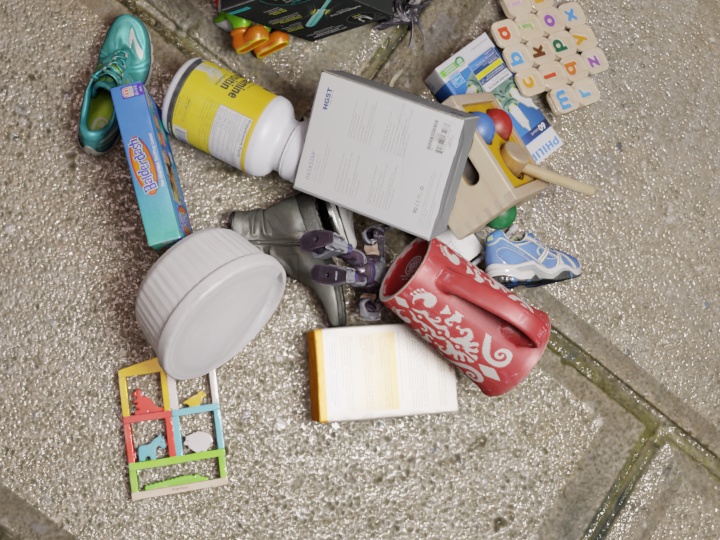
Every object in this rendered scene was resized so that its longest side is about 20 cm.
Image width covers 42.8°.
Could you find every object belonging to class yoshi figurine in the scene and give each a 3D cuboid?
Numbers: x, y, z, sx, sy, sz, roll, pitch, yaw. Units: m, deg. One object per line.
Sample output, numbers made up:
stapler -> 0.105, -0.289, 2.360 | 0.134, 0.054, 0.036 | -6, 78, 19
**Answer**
yoshi figurine -> -0.155, -0.410, 1.282 | 0.111, 0.112, 0.203 | -19, 86, -20

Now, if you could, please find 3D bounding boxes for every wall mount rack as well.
wall mount rack -> 0.137, -0.065, 1.319 | 0.173, 0.075, 0.201 | -36, 92, -10

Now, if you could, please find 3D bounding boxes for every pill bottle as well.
pill bottle -> -0.157, -0.195, 1.228 | 0.198, 0.112, 0.113 | 26, 79, 7

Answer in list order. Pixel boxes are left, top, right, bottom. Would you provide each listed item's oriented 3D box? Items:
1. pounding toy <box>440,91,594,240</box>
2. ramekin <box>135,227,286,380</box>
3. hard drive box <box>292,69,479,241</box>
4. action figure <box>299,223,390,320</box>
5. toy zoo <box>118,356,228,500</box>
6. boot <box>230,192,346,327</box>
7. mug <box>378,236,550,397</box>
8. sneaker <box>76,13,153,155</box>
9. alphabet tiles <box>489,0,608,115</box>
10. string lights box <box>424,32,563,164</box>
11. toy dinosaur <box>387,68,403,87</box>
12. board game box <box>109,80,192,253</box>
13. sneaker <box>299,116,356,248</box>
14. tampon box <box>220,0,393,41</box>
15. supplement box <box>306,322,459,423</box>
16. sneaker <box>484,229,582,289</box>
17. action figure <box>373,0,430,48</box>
pounding toy -> 0.187, -0.140, 1.239 | 0.142, 0.184, 0.202 | -35, 84, 30
ramekin -> -0.197, 0.036, 1.176 | 0.202, 0.203, 0.094 | -42, 68, -13
hard drive box -> 0.030, -0.149, 1.160 | 0.198, 0.077, 0.158 | 22, 109, 17
action figure -> 0.000, 0.000, 1.223 | 0.068, 0.199, 0.132 | -12, 77, 27
toy zoo -> -0.252, 0.194, 1.230 | 0.129, 0.020, 0.204 | -7, 85, -12
boot -> -0.100, -0.002, 1.274 | 0.129, 0.068, 0.203 | -19, 88, -1
mug -> 0.143, 0.042, 1.183 | 0.199, 0.177, 0.134 | 37, 44, -15
sneaker -> -0.330, -0.253, 1.236 | 0.076, 0.080, 0.203 | 15, 80, -7
alphabet tiles -> 0.285, -0.333, 1.381 | 0.194, 0.015, 0.202 | -23, 86, -32
string lights box -> 0.196, -0.233, 1.354 | 0.102, 0.059, 0.201 | -37, 92, -15
toy dinosaur -> 0.041, -0.197, 1.260 | 0.047, 0.088, 0.204 | 8, 80, -2
board game box -> -0.267, -0.126, 1.196 | 0.044, 0.152, 0.203 | -15, 86, -4
sneaker -> -0.009, -0.131, 1.291 | 0.114, 0.076, 0.204 | -14, 84, -11
tampon box -> -0.072, -0.399, 1.211 | 0.199, 0.148, 0.129 | -1, 85, -56
supplement box -> 0.029, 0.139, 1.268 | 0.196, 0.073, 0.128 | -2, 83, -12
sneaker -> 0.248, -0.018, 1.299 | 0.198, 0.075, 0.078 | 1, 76, -47
action figure -> 0.041, -0.428, 1.324 | 0.118, 0.102, 0.201 | -33, 89, -25
